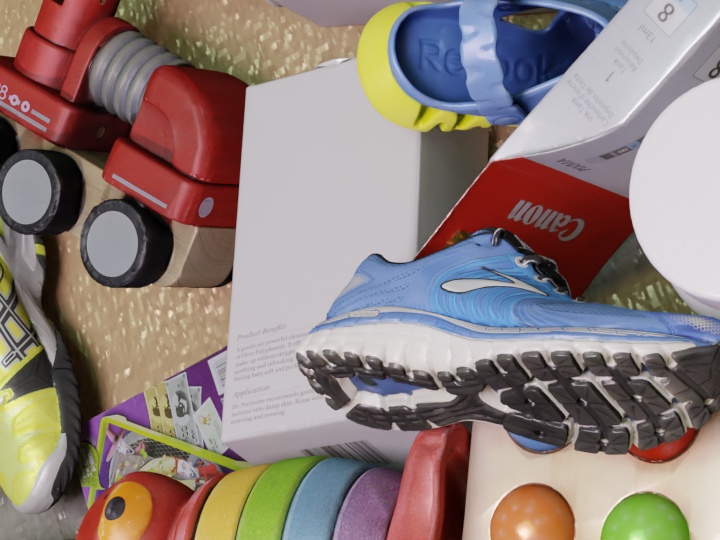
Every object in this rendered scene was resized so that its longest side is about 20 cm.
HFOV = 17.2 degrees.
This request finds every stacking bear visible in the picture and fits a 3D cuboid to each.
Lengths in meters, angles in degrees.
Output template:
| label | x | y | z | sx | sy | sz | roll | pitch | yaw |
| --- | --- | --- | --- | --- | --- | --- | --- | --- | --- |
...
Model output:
| label | x | y | z | sx | sy | sz | roll | pitch | yaw |
| --- | --- | --- | --- | --- | --- | --- | --- | --- | --- |
| stacking bear | -0.044 | 0.137 | 1.114 | 0.198 | 0.114 | 0.122 | 1 | 61 | 24 |

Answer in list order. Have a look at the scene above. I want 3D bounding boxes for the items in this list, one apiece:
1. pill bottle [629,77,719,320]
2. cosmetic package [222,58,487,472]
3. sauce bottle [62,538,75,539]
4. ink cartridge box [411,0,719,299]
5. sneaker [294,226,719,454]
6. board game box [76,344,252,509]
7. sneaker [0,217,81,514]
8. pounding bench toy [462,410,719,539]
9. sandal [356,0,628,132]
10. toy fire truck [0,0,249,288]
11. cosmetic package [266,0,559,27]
| label | x | y | z | sx | sy | sz | roll | pitch | yaw |
| --- | --- | --- | --- | --- | --- | --- | --- | --- | --- |
| pill bottle | 0.197 | -0.018 | 1.054 | 0.113 | 0.200 | 0.115 | -6 | 78 | 27 |
| cosmetic package | 0.000 | 0.000 | 1.188 | 0.107 | 0.085 | 0.202 | -10 | 59 | 27 |
| sauce bottle | -0.220 | 0.191 | 1.312 | 0.199 | 0.064 | 0.065 | -17 | 73 | 37 |
| ink cartridge box | 0.131 | -0.046 | 1.110 | 0.200 | 0.160 | 0.047 | -50 | 59 | 17 |
| sneaker | 0.069 | 0.020 | 1.019 | 0.199 | 0.079 | 0.090 | 5 | 57 | 30 |
| board game box | -0.080 | 0.155 | 1.271 | 0.119 | 0.032 | 0.201 | -26 | 70 | 19 |
| sneaker | -0.210 | 0.044 | 1.324 | 0.075 | 0.076 | 0.201 | -42 | 57 | 41 |
| pounding bench toy | 0.126 | 0.136 | 1.089 | 0.123 | 0.156 | 0.202 | 2 | 82 | 28 |
| sandal | 0.103 | -0.099 | 1.138 | 0.087 | 0.198 | 0.080 | 156 | 110 | -68 |
| toy fire truck | -0.111 | -0.108 | 1.297 | 0.175 | 0.128 | 0.201 | 30 | 105 | 29 |
| cosmetic package | 0.042 | -0.181 | 1.222 | 0.198 | 0.107 | 0.086 | 1 | 80 | 27 |
